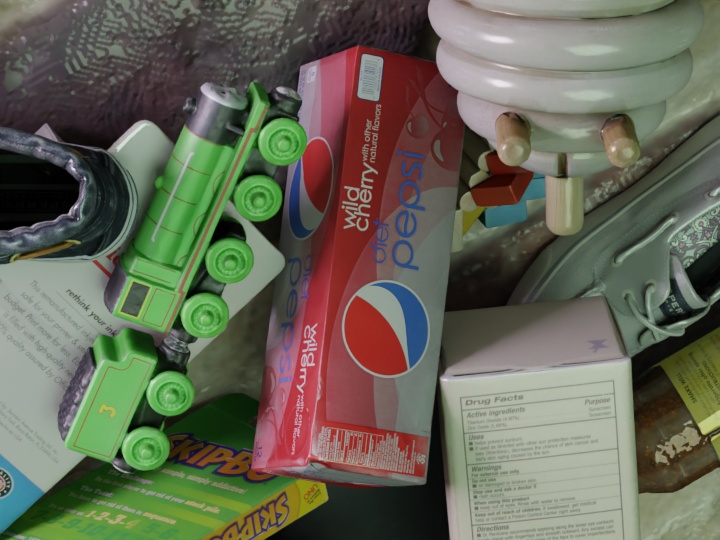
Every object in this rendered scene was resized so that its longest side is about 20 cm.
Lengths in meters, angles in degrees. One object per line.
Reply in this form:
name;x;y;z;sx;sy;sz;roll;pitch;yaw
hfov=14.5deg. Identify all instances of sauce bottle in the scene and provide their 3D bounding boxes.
sauce bottle;0.171;0.071;1.441;0.200;0.066;0.066;-28;122;0

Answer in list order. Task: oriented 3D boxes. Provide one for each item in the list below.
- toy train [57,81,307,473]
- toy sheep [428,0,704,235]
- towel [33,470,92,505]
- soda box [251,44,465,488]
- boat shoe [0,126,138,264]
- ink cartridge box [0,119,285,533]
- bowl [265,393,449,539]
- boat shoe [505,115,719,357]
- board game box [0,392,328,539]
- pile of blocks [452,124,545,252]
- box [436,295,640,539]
toy train;-0.084;0.002;1.290;0.056;0.042;0.200;19;107;-17
toy sheep;0.093;-0.110;1.280;0.137;0.138;0.201;-3;112;-19
towel;-0.145;0.203;1.448;0.132;0.034;0.200;-32;121;-5
soda box;0.000;0.000;1.330;0.063;0.070;0.201;11;80;-25
boat shoe;-0.202;-0.036;1.237;0.200;0.091;0.071;-1;85;7
ink cartridge box;-0.148;0.017;1.334;0.200;0.067;0.116;-42;122;3
bowl;0.015;0.139;1.473;0.200;0.039;0.201;-9;118;-17
boat shoe;0.155;0.001;1.440;0.200;0.069;0.072;-37;122;-1
board game box;-0.108;0.124;1.352;0.200;0.095;0.030;-32;124;-27
pile of blocks;0.089;-0.068;1.385;0.082;0.062;0.200;27;103;-29
box;0.088;0.121;1.377;0.095;0.078;0.201;-5;113;-1
